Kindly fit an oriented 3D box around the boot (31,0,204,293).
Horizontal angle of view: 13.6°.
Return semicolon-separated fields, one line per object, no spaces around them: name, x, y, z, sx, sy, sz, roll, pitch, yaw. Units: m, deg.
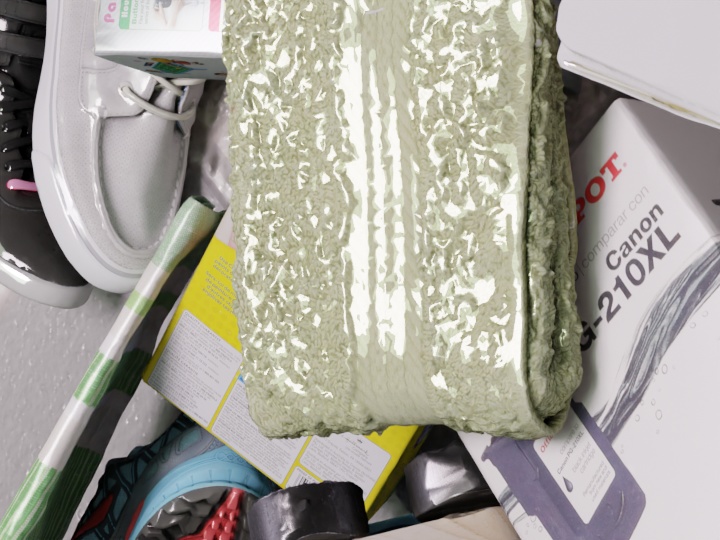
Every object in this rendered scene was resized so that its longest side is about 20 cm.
boot;-0.097;-0.097;1.369;0.095;0.073;0.201;-24;67;50

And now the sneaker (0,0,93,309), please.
sneaker;-0.163;-0.078;1.439;0.099;0.070;0.201;-56;45;32

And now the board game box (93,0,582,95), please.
board game box;-0.005;-0.153;1.240;0.199;0.064;0.149;4;87;24

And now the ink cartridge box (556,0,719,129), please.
ink cartridge box;0.174;-0.110;0.990;0.084;0.199;0.147;27;105;44

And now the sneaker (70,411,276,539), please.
sneaker;-0.091;0.128;1.351;0.200;0.079;0.096;-46;28;38

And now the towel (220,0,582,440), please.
towel;0.011;-0.037;1.117;0.148;0.036;0.201;-3;89;32

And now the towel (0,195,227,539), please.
towel;-0.111;0.059;1.303;0.023;0.153;0.201;30;92;0

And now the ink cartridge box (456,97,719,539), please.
ink cartridge box;0.126;0.058;1.103;0.145;0.084;0.200;-52;51;28

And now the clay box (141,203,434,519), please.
clay box;0.000;0.000;1.214;0.115;0.048;0.200;36;126;9

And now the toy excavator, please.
toy excavator;-0.009;0.163;1.230;0.193;0.200;0.100;-14;67;-1
